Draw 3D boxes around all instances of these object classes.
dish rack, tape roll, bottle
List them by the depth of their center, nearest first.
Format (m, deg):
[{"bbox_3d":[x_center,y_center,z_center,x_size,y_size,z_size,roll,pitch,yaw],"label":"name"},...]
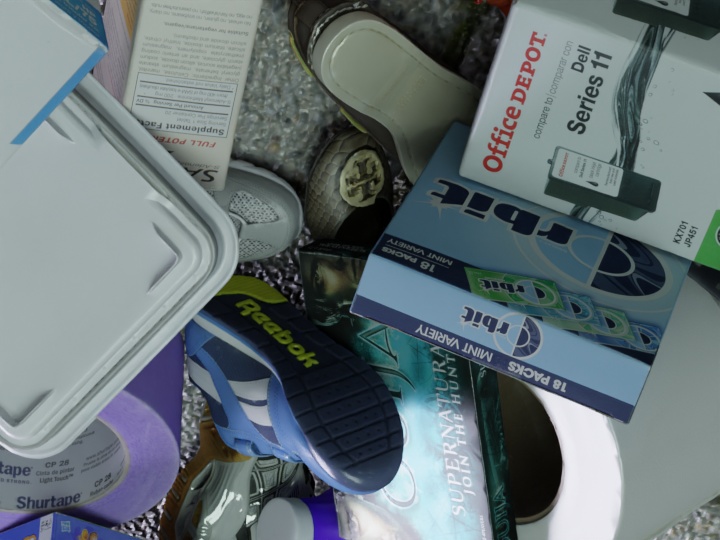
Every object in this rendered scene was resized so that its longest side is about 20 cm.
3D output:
[{"bbox_3d":[-0.187,-0.003,1.499,0.172,0.044,0.200,45,104,0],"label":"dish rack"},{"bbox_3d":[-0.211,0.082,1.642,0.199,0.085,0.200,-1,143,-1],"label":"tape roll"},{"bbox_3d":[0.127,0.086,1.653,0.139,0.202,0.204,-26,134,-43],"label":"tape roll"},{"bbox_3d":[0.023,0.182,1.761,0.199,0.065,0.084,9,115,-37],"label":"bottle"}]

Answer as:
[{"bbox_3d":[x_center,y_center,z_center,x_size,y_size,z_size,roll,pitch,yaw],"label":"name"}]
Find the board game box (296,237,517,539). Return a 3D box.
[{"bbox_3d":[0.030,0.084,1.624,0.028,0.135,0.201,-26,115,-43],"label":"board game box"}]

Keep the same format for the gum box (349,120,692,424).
[{"bbox_3d":[0.102,-0.004,1.524,0.169,0.200,0.045,23,120,6],"label":"gum box"}]

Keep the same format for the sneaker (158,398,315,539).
[{"bbox_3d":[-0.064,0.121,1.750,0.087,0.076,0.201,8,125,-31],"label":"sneaker"}]

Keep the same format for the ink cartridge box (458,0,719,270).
[{"bbox_3d":[0.171,-0.096,1.513,0.199,0.083,0.147,20,135,3],"label":"ink cartridge box"}]

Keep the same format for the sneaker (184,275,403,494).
[{"bbox_3d":[-0.043,0.084,1.621,0.074,0.200,0.083,-11,129,-34],"label":"sneaker"}]

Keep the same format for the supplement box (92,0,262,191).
[{"bbox_3d":[-0.103,-0.165,1.528,0.073,0.126,0.201,6,120,-15],"label":"supplement box"}]

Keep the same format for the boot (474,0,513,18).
[{"bbox_3d":[0.072,-0.191,1.578,0.107,0.075,0.201,-22,114,7],"label":"boot"}]

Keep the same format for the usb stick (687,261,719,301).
[{"bbox_3d":[0.190,-0.041,1.618,0.200,0.033,0.056,40,117,8],"label":"usb stick"}]

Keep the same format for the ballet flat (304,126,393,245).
[{"bbox_3d":[0.000,0.000,1.680,0.067,0.046,0.201,-20,128,-29],"label":"ballet flat"}]

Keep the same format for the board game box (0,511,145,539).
[{"bbox_3d":[-0.163,0.221,1.734,0.199,0.045,0.134,23,148,-37],"label":"board game box"}]

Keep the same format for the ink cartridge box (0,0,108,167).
[{"bbox_3d":[-0.248,-0.159,1.462,0.146,0.200,0.147,36,109,-28],"label":"ink cartridge box"}]

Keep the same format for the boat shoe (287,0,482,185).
[{"bbox_3d":[0.024,-0.109,1.617,0.072,0.060,0.200,-48,138,4],"label":"boat shoe"}]

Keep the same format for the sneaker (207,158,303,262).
[{"bbox_3d":[-0.133,-0.023,1.633,0.199,0.082,0.075,0,121,-10],"label":"sneaker"}]
